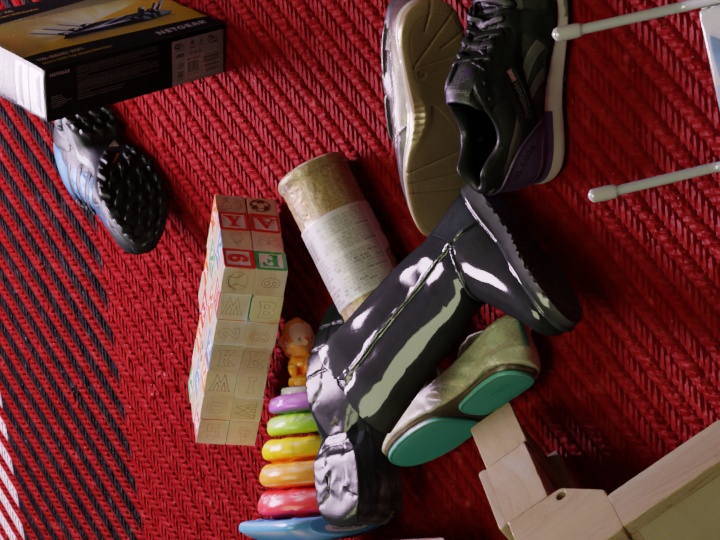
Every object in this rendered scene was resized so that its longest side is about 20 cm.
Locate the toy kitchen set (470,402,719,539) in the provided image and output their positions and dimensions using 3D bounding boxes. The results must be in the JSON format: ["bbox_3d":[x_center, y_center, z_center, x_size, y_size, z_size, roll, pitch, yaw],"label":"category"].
[{"bbox_3d":[0.214,0.180,1.359,0.163,0.180,0.201,49,-170,-30],"label":"toy kitchen set"}]

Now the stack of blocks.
[{"bbox_3d":[-0.115,0.047,1.652,0.116,0.058,0.202,-104,22,-54],"label":"stack of blocks"}]

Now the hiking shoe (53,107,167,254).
[{"bbox_3d":[-0.251,-0.085,1.805,0.201,0.074,0.087,60,148,30],"label":"hiking shoe"}]

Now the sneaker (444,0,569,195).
[{"bbox_3d":[0.104,-0.156,1.337,0.075,0.087,0.202,7,108,48],"label":"sneaker"}]

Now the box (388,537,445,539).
[{"bbox_3d":[0.007,0.299,1.553,0.199,0.100,0.096,-9,138,39],"label":"box"}]

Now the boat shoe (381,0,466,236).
[{"bbox_3d":[0.054,-0.125,1.428,0.065,0.071,0.202,-129,25,-59],"label":"boat shoe"}]

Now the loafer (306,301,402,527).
[{"bbox_3d":[-0.001,0.125,1.576,0.072,0.072,0.202,-11,74,44],"label":"loafer"}]

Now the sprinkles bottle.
[{"bbox_3d":[0.000,0.000,1.531,0.068,0.068,0.201,-40,73,48],"label":"sprinkles bottle"}]

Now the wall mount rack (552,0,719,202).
[{"bbox_3d":[0.226,-0.123,1.216,0.173,0.074,0.202,-7,97,51],"label":"wall mount rack"}]

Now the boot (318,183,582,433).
[{"bbox_3d":[0.067,0.051,1.405,0.200,0.065,0.165,-47,43,18],"label":"boot"}]

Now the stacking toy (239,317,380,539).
[{"bbox_3d":[-0.047,0.143,1.631,0.109,0.115,0.202,-13,79,54],"label":"stacking toy"}]

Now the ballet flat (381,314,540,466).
[{"bbox_3d":[0.084,0.098,1.488,0.200,0.067,0.063,-40,46,44],"label":"ballet flat"}]

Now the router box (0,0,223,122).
[{"bbox_3d":[-0.249,-0.205,1.647,0.157,0.199,0.053,27,126,40],"label":"router box"}]
